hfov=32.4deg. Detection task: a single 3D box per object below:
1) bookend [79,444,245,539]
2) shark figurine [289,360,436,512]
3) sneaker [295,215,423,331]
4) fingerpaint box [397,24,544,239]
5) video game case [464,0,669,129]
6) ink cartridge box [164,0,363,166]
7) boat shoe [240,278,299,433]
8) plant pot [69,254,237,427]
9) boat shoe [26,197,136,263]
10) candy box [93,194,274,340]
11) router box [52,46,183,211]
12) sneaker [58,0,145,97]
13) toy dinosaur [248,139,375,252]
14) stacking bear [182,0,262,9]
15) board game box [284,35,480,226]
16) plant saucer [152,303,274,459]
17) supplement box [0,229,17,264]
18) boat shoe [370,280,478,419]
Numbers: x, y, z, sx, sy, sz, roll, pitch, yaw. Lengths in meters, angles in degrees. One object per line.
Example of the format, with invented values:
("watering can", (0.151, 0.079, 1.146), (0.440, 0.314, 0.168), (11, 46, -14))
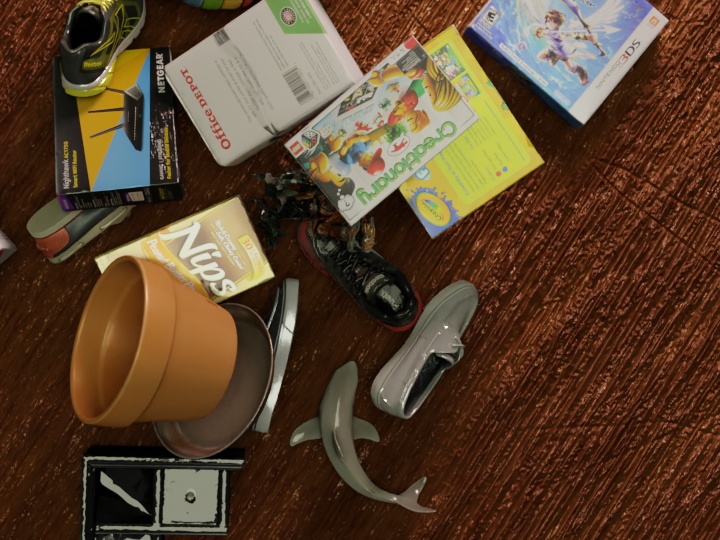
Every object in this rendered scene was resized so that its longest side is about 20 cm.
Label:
("bookend", (-0.247, 0.325, 1.548), (0.198, 0.092, 0.201), (3, 91, -5))
("shark figurine", (-0.006, 0.239, 1.573), (0.128, 0.090, 0.215), (-32, 91, -3))
("sneaker", (0.000, 0.000, 1.567), (0.200, 0.098, 0.071), (42, 88, -1))
("fingerpaint box", (0.099, -0.168, 1.514), (0.167, 0.073, 0.200), (-35, 93, 5))
("video game case", (0.269, -0.319, 1.617), (0.200, 0.045, 0.181), (40, 86, -4))
("ink cartridge box", (-0.117, -0.240, 1.524), (0.200, 0.084, 0.146), (-30, 92, 14))
("boat shoe", (-0.126, 0.103, 1.574), (0.068, 0.072, 0.201), (14, 95, -5))
("plant pot", (-0.238, 0.096, 1.461), (0.140, 0.200, 0.201), (17, 88, -31))
("boat shoe", (-0.322, -0.085, 1.558), (0.200, 0.071, 0.063), (-36, 132, -13))
("candy box", (-0.221, -0.004, 1.568), (0.199, 0.055, 0.116), (-24, 94, -4))
("router box", (-0.300, -0.175, 1.526), (0.149, 0.051, 0.201), (-6, 64, -5))
("sneaker", (-0.314, -0.307, 1.517), (0.074, 0.085, 0.201), (9, 59, 3))
("toy dinosaur", (-0.061, -0.090, 1.550), (0.135, 0.200, 0.102), (-19, 124, -25))
("stacking bear", (-0.164, -0.377, 1.549), (0.199, 0.114, 0.122), (9, 75, -15))
("board game box", (0.025, -0.164, 1.463), (0.200, 0.035, 0.126), (-40, 92, 6))
("plant saucer", (-0.178, 0.139, 1.530), (0.032, 0.200, 0.201), (34, 86, -46))
("supplement box", (-0.532, -0.068, 1.520), (0.101, 0.103, 0.200), (-43, 95, -5))
("boat shoe", (0.095, 0.102, 1.569), (0.200, 0.068, 0.072), (-47, 136, -15))
